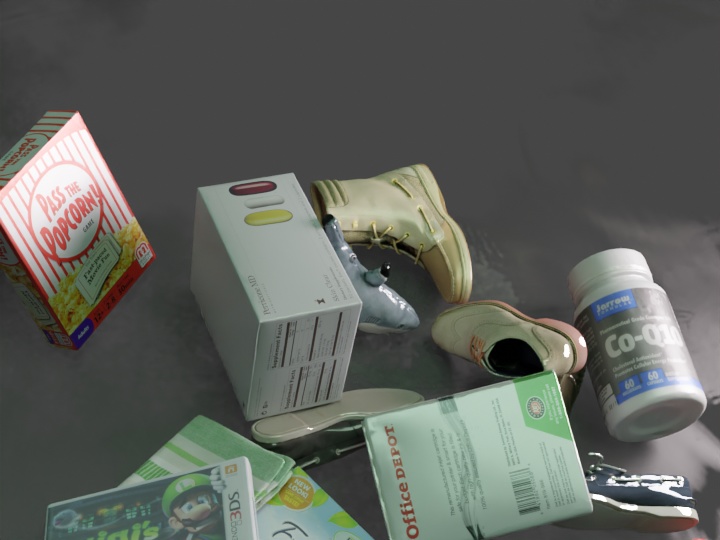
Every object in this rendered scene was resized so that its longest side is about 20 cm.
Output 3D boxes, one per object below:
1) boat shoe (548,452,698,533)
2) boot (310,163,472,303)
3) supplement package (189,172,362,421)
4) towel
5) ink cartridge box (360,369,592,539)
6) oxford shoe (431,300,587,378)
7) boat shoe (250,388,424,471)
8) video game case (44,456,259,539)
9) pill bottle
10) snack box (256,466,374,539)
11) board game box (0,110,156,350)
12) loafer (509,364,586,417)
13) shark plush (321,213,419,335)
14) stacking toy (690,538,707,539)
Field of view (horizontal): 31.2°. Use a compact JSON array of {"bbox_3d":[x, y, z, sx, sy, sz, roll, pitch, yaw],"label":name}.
[{"bbox_3d":[0.267,0.237,1.374,0.200,0.075,0.062,6,56,-13],"label":"boat shoe"},{"bbox_3d":[0.034,-0.036,1.502,0.155,0.073,0.200,-8,57,-21],"label":"boot"},{"bbox_3d":[-0.095,0.025,1.351,0.111,0.156,0.200,-11,49,-22],"label":"supplement package"},{"bbox_3d":[-0.178,0.226,1.250,0.152,0.023,0.200,20,47,38],"label":"towel"},{"bbox_3d":[0.112,0.195,1.286,0.200,0.083,0.147,-12,77,-3],"label":"ink cartridge box"},{"bbox_3d":[0.144,0.076,1.397,0.074,0.200,0.071,-17,106,-43],"label":"oxford shoe"},{"bbox_3d":[-0.025,0.171,1.361,0.200,0.057,0.067,-11,24,-26],"label":"boat shoe"},{"bbox_3d":[-0.191,0.257,1.171,0.200,0.023,0.182,-14,34,-1],"label":"video game case"},{"bbox_3d":[0.308,0.083,1.469,0.114,0.114,0.200,-3,56,-17],"label":"pill bottle"},{"bbox_3d":[-0.052,0.316,1.234,0.200,0.068,0.169,43,58,15],"label":"snack box"},{"bbox_3d":[-0.309,-0.041,1.340,0.046,0.200,0.152,5,45,33],"label":"board game box"},{"bbox_3d":[0.190,0.160,1.413,0.067,0.076,0.200,6,54,32],"label":"loafer"},{"bbox_3d":[0.000,0.000,1.408,0.083,0.200,0.091,-5,39,19],"label":"shark plush"},{"bbox_3d":[0.320,0.353,1.315,0.085,0.085,0.200,34,47,9],"label":"stacking toy"}]
